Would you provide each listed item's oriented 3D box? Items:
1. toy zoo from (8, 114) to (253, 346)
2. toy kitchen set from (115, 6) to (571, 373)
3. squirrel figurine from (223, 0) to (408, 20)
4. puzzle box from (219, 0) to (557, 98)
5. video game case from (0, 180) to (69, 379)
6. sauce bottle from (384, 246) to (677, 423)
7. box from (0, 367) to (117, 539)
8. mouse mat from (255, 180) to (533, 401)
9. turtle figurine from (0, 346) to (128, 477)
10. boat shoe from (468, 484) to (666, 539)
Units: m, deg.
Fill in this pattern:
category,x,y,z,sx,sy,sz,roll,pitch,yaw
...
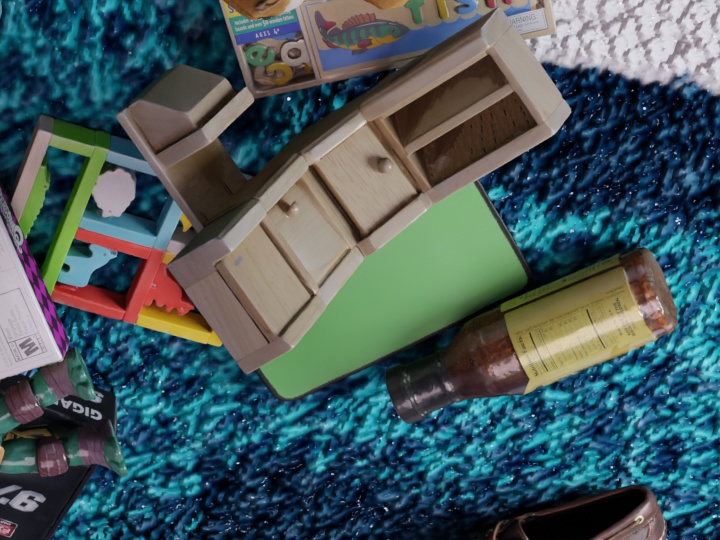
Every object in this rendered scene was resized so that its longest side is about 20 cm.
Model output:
category,x,y,z,sx,sy,sz,roll,pitch,yaw
toy zoo,-0.135,-0.020,1.591,0.200,0.020,0.131,16,125,-16
toy kitchen set,-0.018,-0.081,1.421,0.180,0.200,0.163,-30,102,32
squirrel figurine,-0.022,-0.238,1.363,0.186,0.142,0.200,-16,102,18
puzzle box,0.012,-0.183,1.470,0.199,0.025,0.133,-12,127,6
video game case,-0.306,-0.008,1.544,0.181,0.036,0.200,-18,109,10
sauce bottle,0.113,0.048,1.635,0.200,0.066,0.066,-22,126,16
box,-0.290,0.118,1.672,0.200,0.046,0.159,23,123,-20
mouse mat,0.000,0.000,1.609,0.200,0.008,0.161,-26,129,8
turtle figurine,-0.261,0.128,1.592,0.200,0.101,0.150,-24,141,-5
boat shoe,0.123,0.203,1.753,0.200,0.070,0.070,-19,134,1
